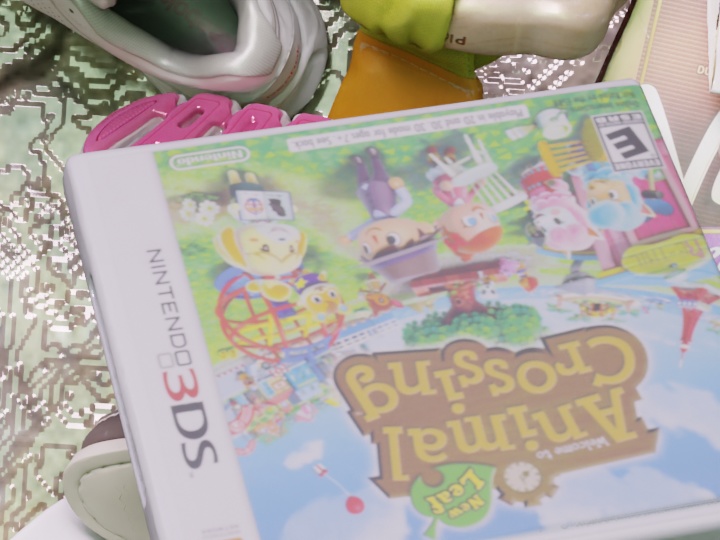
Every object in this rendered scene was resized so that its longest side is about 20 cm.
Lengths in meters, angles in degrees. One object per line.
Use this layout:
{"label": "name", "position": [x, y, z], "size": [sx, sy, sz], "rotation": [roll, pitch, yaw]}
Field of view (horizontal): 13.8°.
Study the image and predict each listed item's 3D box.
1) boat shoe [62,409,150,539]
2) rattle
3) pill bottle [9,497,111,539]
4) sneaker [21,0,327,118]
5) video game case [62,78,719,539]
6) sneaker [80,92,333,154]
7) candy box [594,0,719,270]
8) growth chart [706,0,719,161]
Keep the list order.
{"label": "boat shoe", "position": [0.002, 0.062, 0.992], "size": [0.199, 0.072, 0.060], "rotation": [0, 48, 11]}
{"label": "rattle", "position": [0.045, -0.132, 1.084], "size": [0.129, 0.143, 0.201], "rotation": [-6, 50, 9]}
{"label": "pill bottle", "position": [-0.062, 0.179, 1.022], "size": [0.120, 0.120, 0.200], "rotation": [-43, 85, 0]}
{"label": "sneaker", "position": [-0.101, -0.123, 1.053], "size": [0.199, 0.099, 0.078], "rotation": [28, 88, 4]}
{"label": "video game case", "position": [0.020, 0.022, 0.935], "size": [0.199, 0.022, 0.183], "rotation": [-8, 52, -13]}
{"label": "sneaker", "position": [0.000, 0.000, 1.030], "size": [0.199, 0.088, 0.074], "rotation": [13, 45, 14]}
{"label": "candy box", "position": [0.170, -0.016, 1.054], "size": [0.199, 0.056, 0.117], "rotation": [24, 88, 3]}
{"label": "growth chart", "position": [0.181, -0.106, 1.040], "size": [0.144, 0.018, 0.201], "rotation": [1, 63, -7]}
